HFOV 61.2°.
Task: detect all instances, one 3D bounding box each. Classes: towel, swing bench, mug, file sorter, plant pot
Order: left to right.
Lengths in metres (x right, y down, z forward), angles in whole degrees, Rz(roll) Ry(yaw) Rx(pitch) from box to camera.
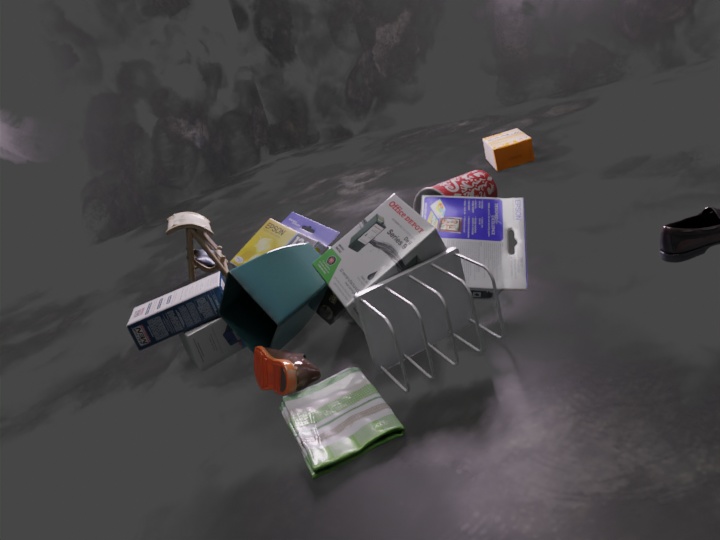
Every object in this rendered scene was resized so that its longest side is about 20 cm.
[{"bbox_3d":[-0.468,-0.067,1.755,0.127,0.205,0.199,-21,20,-11],"label":"swing bench"},{"bbox_3d":[-0.151,0.044,1.190,0.199,0.141,0.143,-36,-17,-38],"label":"plant pot"},{"bbox_3d":[-0.034,0.213,0.899,0.146,0.031,0.200,-24,21,-13],"label":"towel"},{"bbox_3d":[0.114,0.078,0.962,0.196,0.142,0.124,-25,23,-17],"label":"file sorter"},{"bbox_3d":[0.253,-0.150,1.501,0.198,0.179,0.134,-28,-14,-38],"label":"mug"}]

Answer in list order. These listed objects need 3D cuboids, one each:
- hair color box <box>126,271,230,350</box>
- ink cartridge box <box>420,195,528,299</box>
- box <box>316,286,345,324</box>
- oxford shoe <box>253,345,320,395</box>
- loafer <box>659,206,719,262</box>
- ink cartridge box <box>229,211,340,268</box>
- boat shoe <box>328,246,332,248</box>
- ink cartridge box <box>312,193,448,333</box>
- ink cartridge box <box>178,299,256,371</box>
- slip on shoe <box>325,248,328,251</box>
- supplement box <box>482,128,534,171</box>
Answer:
[{"bbox_3d":[-0.367,0.080,1.243,0.196,0.062,0.100,-23,20,-4],"label":"hair color box"},{"bbox_3d":[0.202,-0.045,1.108,0.194,0.044,0.203,2,59,10],"label":"ink cartridge box"},{"bbox_3d":[0.000,0.000,1.254,0.200,0.049,0.163,-42,-13,-49],"label":"box"},{"bbox_3d":[-0.134,0.173,1.060,0.071,0.074,0.199,-3,7,-29],"label":"oxford shoe"},{"bbox_3d":[0.597,-0.078,1.042,0.196,0.064,0.072,-24,21,-13],"label":"loafer"},{"bbox_3d":[-0.174,-0.050,1.379,0.196,0.047,0.201,24,70,44],"label":"ink cartridge box"},{"bbox_3d":[-0.061,-0.016,1.485,0.065,0.076,0.200,1,15,-24],"label":"boat shoe"},{"bbox_3d":[0.035,-0.017,1.054,0.199,0.085,0.146,-40,43,-4],"label":"ink cartridge box"},{"bbox_3d":[-0.282,0.112,1.298,0.197,0.090,0.144,-27,21,-23],"label":"ink cartridge box"},{"bbox_3d":[-0.159,-0.024,1.433,0.195,0.062,0.077,-13,27,18],"label":"slip on shoe"},{"bbox_3d":[0.471,-0.389,1.946,0.123,0.075,0.201,-15,20,6],"label":"supplement box"}]
